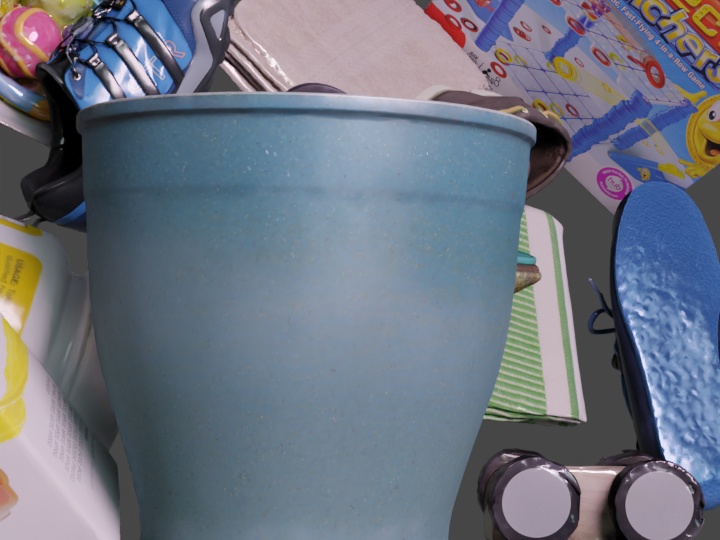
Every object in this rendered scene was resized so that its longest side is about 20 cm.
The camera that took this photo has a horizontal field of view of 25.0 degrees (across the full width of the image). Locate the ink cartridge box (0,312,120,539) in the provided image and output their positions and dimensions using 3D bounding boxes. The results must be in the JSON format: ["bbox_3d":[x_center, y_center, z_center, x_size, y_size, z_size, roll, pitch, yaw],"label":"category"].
[{"bbox_3d":[-0.211,0.068,0.673,0.145,0.083,0.200,-32,114,5],"label":"ink cartridge box"}]

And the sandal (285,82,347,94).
[{"bbox_3d":[-0.055,0.000,0.821,0.076,0.043,0.201,20,99,-9],"label":"sandal"}]

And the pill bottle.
[{"bbox_3d":[-0.205,0.021,0.763,0.199,0.114,0.115,21,59,-16],"label":"pill bottle"}]

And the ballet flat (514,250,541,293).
[{"bbox_3d":[0.000,0.000,0.887,0.199,0.071,0.071,14,61,-17],"label":"ballet flat"}]

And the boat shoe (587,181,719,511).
[{"bbox_3d":[0.174,0.048,0.974,0.084,0.069,0.201,6,69,-10],"label":"boat shoe"}]

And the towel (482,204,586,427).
[{"bbox_3d":[0.035,0.015,0.945,0.199,0.023,0.153,8,62,-22],"label":"towel"}]

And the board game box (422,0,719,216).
[{"bbox_3d":[0.158,-0.147,0.979,0.200,0.196,0.056,43,55,-1],"label":"board game box"}]

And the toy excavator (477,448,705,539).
[{"bbox_3d":[0.152,0.199,0.867,0.193,0.100,0.201,2,87,-2],"label":"toy excavator"}]

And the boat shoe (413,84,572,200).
[{"bbox_3d":[0.069,-0.066,0.918,0.060,0.072,0.201,18,18,18],"label":"boat shoe"}]

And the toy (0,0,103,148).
[{"bbox_3d":[-0.182,-0.137,0.891,0.199,0.047,0.116,24,60,-14],"label":"toy"}]

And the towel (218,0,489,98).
[{"bbox_3d":[-0.004,-0.120,0.950,0.133,0.034,0.200,47,34,0],"label":"towel"}]

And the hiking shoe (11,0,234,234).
[{"bbox_3d":[-0.122,-0.112,0.848,0.086,0.074,0.201,9,89,-35],"label":"hiking shoe"}]

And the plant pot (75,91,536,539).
[{"bbox_3d":[-0.025,0.030,0.702,0.199,0.200,0.189,2,87,-26],"label":"plant pot"}]
